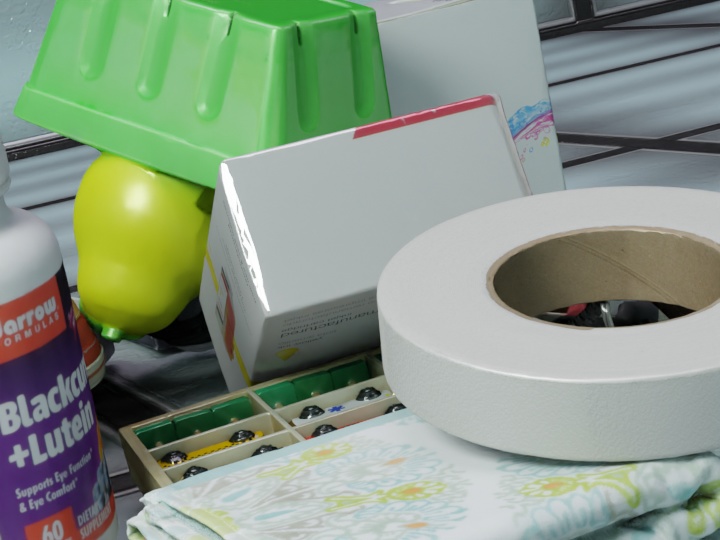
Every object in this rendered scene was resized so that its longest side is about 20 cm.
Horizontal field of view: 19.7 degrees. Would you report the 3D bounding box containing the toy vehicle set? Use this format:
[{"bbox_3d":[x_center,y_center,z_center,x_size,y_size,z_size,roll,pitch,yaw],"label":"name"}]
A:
[{"bbox_3d":[-0.007,0.072,0.979,0.199,0.027,0.124,-17,14,-15],"label":"toy vehicle set"}]

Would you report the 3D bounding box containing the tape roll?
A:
[{"bbox_3d":[0.106,0.017,0.861,0.201,0.037,0.203,-4,23,2],"label":"tape roll"}]

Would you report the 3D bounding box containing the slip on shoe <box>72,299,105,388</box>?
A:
[{"bbox_3d":[-0.243,0.048,1.159,0.198,0.062,0.074,-9,23,9],"label":"slip on shoe"}]

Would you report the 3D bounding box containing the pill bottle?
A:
[{"bbox_3d":[-0.177,0.038,0.903,0.110,0.202,0.112,-9,18,3],"label":"pill bottle"}]

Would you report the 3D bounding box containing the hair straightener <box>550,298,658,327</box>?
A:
[{"bbox_3d":[0.135,0.029,1.011,0.076,0.041,0.200,12,-2,10],"label":"hair straightener"}]

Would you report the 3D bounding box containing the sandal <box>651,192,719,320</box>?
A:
[{"bbox_3d":[0.185,0.007,1.008,0.200,0.058,0.080,19,-19,-27],"label":"sandal"}]

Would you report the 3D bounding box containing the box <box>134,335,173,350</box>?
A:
[{"bbox_3d":[-0.078,-0.023,1.450,0.199,0.107,0.122,-15,9,-19],"label":"box"}]

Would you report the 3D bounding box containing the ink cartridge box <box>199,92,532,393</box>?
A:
[{"bbox_3d":[0.000,0.000,1.064,0.144,0.084,0.200,-16,-16,-12],"label":"ink cartridge box"}]

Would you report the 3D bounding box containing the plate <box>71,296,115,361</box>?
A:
[{"bbox_3d":[-0.252,0.035,1.278,0.198,0.033,0.200,8,-12,-5],"label":"plate"}]

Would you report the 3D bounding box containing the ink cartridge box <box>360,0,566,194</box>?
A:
[{"bbox_3d":[0.032,-0.070,1.316,0.144,0.202,0.145,-16,11,-27],"label":"ink cartridge box"}]

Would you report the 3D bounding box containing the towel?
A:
[{"bbox_3d":[0.023,0.101,0.821,0.199,0.049,0.171,-16,14,-26],"label":"towel"}]

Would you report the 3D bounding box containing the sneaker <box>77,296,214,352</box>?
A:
[{"bbox_3d":[-0.099,-0.020,1.264,0.113,0.076,0.200,5,-40,-38],"label":"sneaker"}]

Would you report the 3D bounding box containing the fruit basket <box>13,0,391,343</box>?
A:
[{"bbox_3d":[-0.095,-0.063,1.179,0.214,0.218,0.155,-3,10,38],"label":"fruit basket"}]

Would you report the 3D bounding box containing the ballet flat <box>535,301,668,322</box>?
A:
[{"bbox_3d":[0.107,0.004,1.173,0.199,0.068,0.062,0,0,29],"label":"ballet flat"}]
